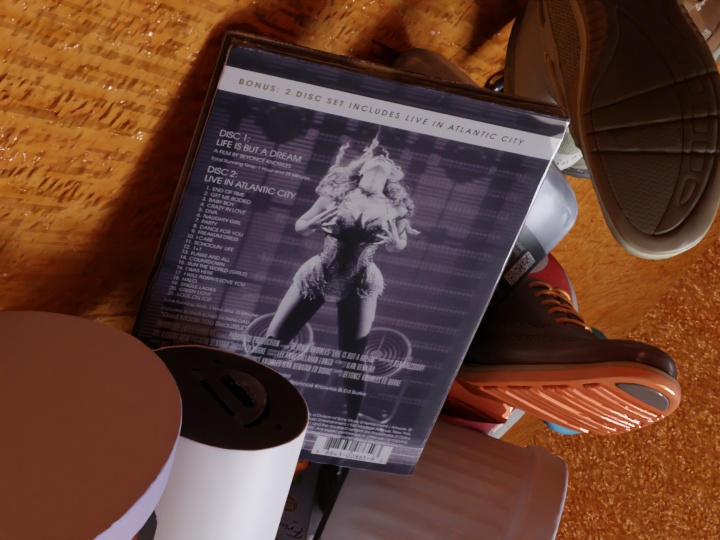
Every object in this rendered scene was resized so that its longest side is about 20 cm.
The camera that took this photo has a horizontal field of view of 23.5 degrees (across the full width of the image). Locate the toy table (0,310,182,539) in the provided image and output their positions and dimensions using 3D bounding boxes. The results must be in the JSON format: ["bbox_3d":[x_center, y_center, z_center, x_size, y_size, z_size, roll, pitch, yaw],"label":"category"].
[{"bbox_3d":[-0.153,0.105,0.614,0.199,0.183,0.118,-20,136,-44],"label":"toy table"}]

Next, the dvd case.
[{"bbox_3d":[-0.014,0.001,0.741,0.016,0.148,0.201,-105,-150,-52],"label":"dvd case"}]

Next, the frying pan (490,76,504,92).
[{"bbox_3d":[0.134,-0.126,1.115,0.115,0.031,0.190,-47,170,-2],"label":"frying pan"}]

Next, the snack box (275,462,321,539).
[{"bbox_3d":[-0.075,0.175,0.936,0.143,0.053,0.201,-81,-169,-54],"label":"snack box"}]

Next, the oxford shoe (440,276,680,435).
[{"bbox_3d":[0.087,0.036,0.860,0.199,0.071,0.073,0,-115,56],"label":"oxford shoe"}]

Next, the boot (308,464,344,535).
[{"bbox_3d":[-0.035,0.105,1.184,0.131,0.070,0.201,-22,-150,35],"label":"boot"}]

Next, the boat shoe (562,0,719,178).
[{"bbox_3d":[0.172,-0.145,1.060,0.200,0.075,0.074,-53,142,-27],"label":"boat shoe"}]

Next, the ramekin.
[{"bbox_3d":[0.020,0.167,0.894,0.200,0.104,0.201,25,90,-90],"label":"ramekin"}]

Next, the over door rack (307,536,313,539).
[{"bbox_3d":[-0.036,0.208,1.310,0.067,0.148,0.200,-30,159,-55],"label":"over door rack"}]

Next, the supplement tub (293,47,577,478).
[{"bbox_3d":[0.000,0.000,0.847,0.200,0.123,0.123,-46,167,-1],"label":"supplement tub"}]

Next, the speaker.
[{"bbox_3d":[-0.082,0.135,0.748,0.081,0.081,0.201,-27,139,-56],"label":"speaker"}]

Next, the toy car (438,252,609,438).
[{"bbox_3d":[0.021,0.028,1.003,0.177,0.184,0.200,-47,139,5],"label":"toy car"}]

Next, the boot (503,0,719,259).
[{"bbox_3d":[0.122,-0.080,0.881,0.071,0.202,0.155,-6,160,-10],"label":"boot"}]
